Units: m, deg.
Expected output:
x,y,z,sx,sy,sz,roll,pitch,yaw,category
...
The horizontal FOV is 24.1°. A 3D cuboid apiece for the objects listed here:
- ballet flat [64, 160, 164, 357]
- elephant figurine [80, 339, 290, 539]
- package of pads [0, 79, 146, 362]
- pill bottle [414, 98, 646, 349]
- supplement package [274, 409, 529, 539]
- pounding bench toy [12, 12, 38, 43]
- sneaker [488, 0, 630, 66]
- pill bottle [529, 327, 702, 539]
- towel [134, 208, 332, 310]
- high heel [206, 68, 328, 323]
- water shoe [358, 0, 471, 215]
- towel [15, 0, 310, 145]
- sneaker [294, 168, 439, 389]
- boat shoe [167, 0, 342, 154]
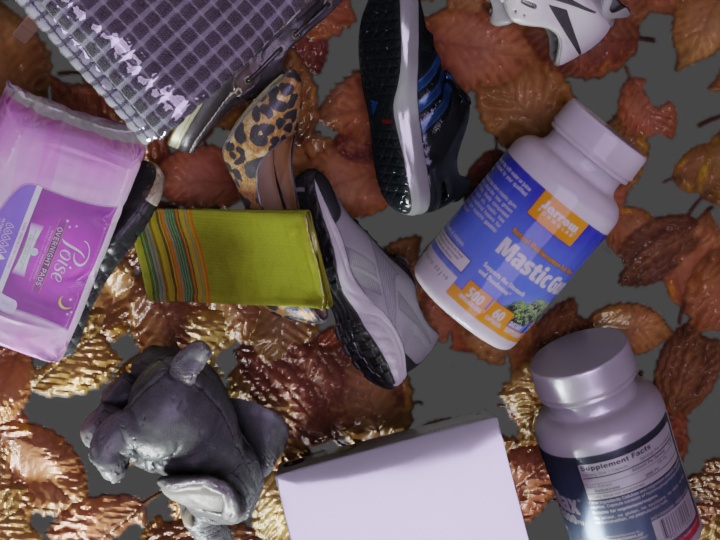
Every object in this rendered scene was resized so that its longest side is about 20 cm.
x,y,z,sx,sy,sz,roll,pitch,yaw,category
-0.224,-0.011,1.425,0.057,0.067,0.200,20,113,-45,ballet flat
-0.129,0.162,1.450,0.200,0.155,0.142,44,84,-17,elephant figurine
-0.257,-0.037,1.335,0.120,0.076,0.201,19,108,-17,package of pads
0.146,-0.042,1.417,0.112,0.112,0.200,35,102,-16,pill bottle
0.039,0.222,1.472,0.199,0.111,0.157,-15,90,-2,supplement package
-0.156,-0.238,1.311,0.156,0.124,0.201,36,72,-15,pounding bench toy
0.124,-0.247,1.366,0.088,0.074,0.200,-44,107,7,sneaker
0.220,0.159,1.487,0.119,0.120,0.201,-20,109,1,pill bottle
-0.111,-0.010,1.384,0.199,0.018,0.087,2,116,39,towel
-0.050,-0.056,1.368,0.142,0.071,0.200,41,130,15,high heel
0.049,-0.149,1.406,0.079,0.071,0.201,-14,110,-31,water shoe
-0.131,-0.214,1.206,0.166,0.086,0.200,47,69,-12,towel
0.000,0.000,1.446,0.079,0.074,0.201,-34,105,-26,sneaker
-0.083,-0.170,1.371,0.065,0.073,0.200,36,101,-10,boat shoe
